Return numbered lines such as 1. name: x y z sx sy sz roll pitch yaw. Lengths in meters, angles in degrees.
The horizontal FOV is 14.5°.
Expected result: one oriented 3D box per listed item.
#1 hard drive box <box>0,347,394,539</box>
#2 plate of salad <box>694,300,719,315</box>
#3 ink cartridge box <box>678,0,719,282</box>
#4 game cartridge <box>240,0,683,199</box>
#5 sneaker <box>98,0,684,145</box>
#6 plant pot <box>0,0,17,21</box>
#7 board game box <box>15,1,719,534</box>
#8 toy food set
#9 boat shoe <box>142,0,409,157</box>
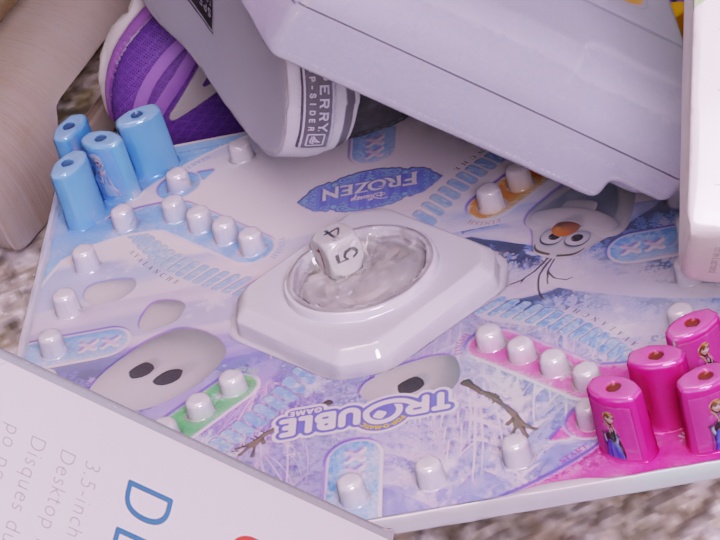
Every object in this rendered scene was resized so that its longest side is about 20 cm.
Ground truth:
1. hard drive box: -0.106 0.093 0.587 0.077 0.199 0.157 -44 27 47
2. plate of salad: 0.146 -0.016 0.768 0.199 0.048 0.201 -21 30 13
3. ink cartridge box: 0.176 -0.056 0.659 0.198 0.067 0.118 2 80 4
4. game cartridge: 0.018 -0.102 0.768 0.042 0.133 0.201 -52 24 26
5. sneaker: 0.012 -0.069 0.878 0.199 0.081 0.084 -12 45 12
6. plant pot: -0.195 -0.144 0.873 0.180 0.200 0.200 24 47 8
7. board game box: 0.000 0.000 0.753 0.198 0.026 0.201 -10 32 9
8. toy food set: -0.173 -0.070 0.987 0.199 0.061 0.144 10 44 22
9. boat shoe: -0.030 -0.098 0.831 0.056 0.069 0.200 -11 40 -19
